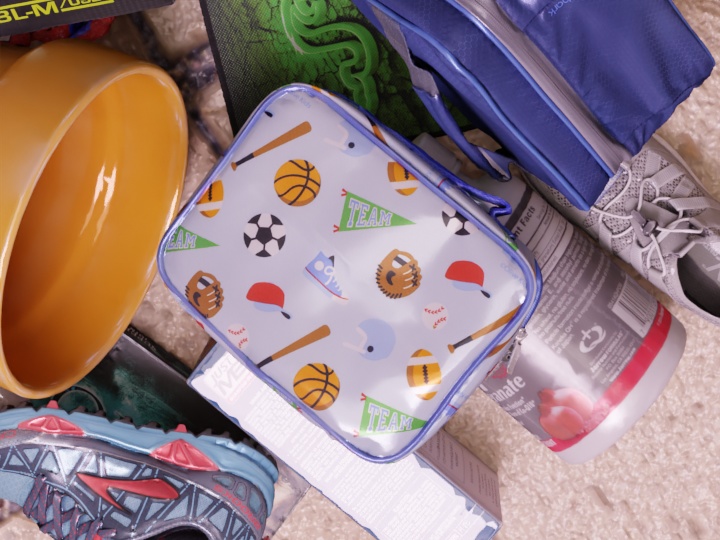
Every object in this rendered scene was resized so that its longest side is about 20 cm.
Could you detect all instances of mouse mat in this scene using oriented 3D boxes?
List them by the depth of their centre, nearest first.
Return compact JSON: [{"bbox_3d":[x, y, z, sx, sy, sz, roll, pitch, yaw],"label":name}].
[{"bbox_3d":[-0.012,-0.152,1.062,0.160,0.008,0.201,-10,126,4],"label":"mouse mat"}]

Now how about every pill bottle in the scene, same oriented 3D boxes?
[{"bbox_3d":[0.087,0.013,1.091,0.200,0.111,0.111,41,100,-5],"label":"pill bottle"}]

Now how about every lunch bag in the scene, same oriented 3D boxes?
[{"bbox_3d":[0.089,-0.126,1.003,0.132,0.136,0.200,-46,134,2],"label":"lunch bag"},{"bbox_3d":[0.000,0.000,1.009,0.200,0.076,0.161,40,95,8],"label":"lunch bag"}]

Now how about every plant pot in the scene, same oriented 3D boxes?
[{"bbox_3d":[-0.227,-0.053,1.058,0.182,0.200,0.202,21,102,17],"label":"plant pot"}]

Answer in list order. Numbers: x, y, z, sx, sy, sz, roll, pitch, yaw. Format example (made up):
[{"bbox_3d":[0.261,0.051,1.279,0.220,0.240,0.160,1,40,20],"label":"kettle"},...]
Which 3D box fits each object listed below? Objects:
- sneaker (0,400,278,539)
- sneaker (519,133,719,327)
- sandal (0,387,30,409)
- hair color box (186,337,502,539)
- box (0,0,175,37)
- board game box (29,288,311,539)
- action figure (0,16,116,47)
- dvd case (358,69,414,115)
[{"bbox_3d":[-0.149,0.135,1.060,0.198,0.079,0.096,7,61,-2],"label":"sneaker"},{"bbox_3d":[0.182,-0.030,1.092,0.199,0.082,0.075,34,101,-2],"label":"sneaker"},{"bbox_3d":[-0.285,0.053,1.145,0.202,0.050,0.083,30,124,13],"label":"sandal"},{"bbox_3d":[-0.007,0.098,1.117,0.200,0.100,0.061,41,99,-5],"label":"hair color box"},{"bbox_3d":[-0.204,-0.221,1.032,0.191,0.048,0.201,-8,59,3],"label":"box"},{"bbox_3d":[-0.142,0.119,1.164,0.199,0.028,0.136,36,101,-5],"label":"board game box"},{"bbox_3d":[-0.146,-0.185,1.071,0.200,0.099,0.065,-39,96,11],"label":"action figure"},{"bbox_3d":[0.054,-0.209,1.094,0.199,0.022,0.146,-33,98,9],"label":"dvd case"}]
